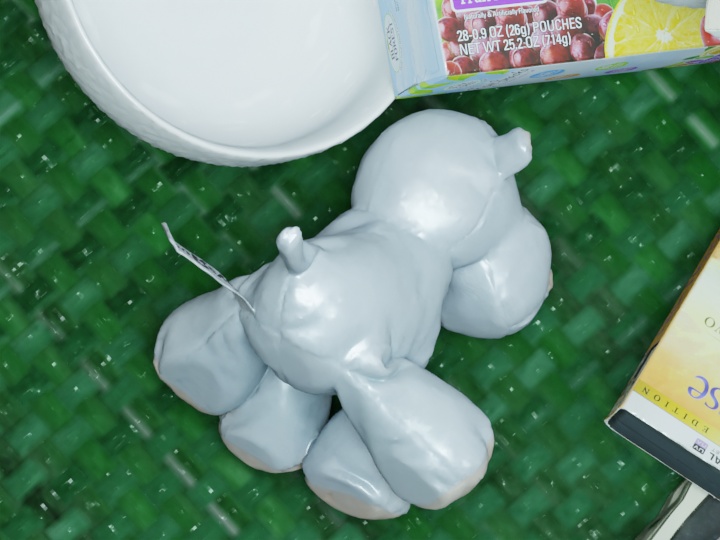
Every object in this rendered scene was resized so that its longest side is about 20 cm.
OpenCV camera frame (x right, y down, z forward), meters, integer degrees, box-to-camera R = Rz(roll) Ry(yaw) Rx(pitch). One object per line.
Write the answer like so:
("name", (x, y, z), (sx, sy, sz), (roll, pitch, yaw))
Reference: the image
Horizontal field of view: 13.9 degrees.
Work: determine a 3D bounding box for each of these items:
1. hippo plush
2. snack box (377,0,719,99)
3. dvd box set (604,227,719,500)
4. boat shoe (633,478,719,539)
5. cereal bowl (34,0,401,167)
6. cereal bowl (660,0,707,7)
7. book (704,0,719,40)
("hippo plush", (0.000, 0.000, 1.370), (0.161, 0.159, 0.200), (-55, 127, -30))
("snack box", (0.102, -0.176, 1.382), (0.200, 0.068, 0.169), (-7, 85, -24))
("dvd box set", (0.223, 0.030, 1.387), (0.146, 0.029, 0.200), (34, 65, 1))
("boat shoe", (0.146, 0.154, 1.388), (0.068, 0.072, 0.200), (44, 83, 2))
("cereal bowl", (-0.067, -0.144, 1.379), (0.200, 0.083, 0.200), (4, 81, -26))
("cereal bowl", (0.131, -0.212, 1.291), (0.083, 0.200, 0.200), (0, 85, 38))
("book", (0.235, -0.127, 1.299), (0.200, 0.048, 0.134), (25, 76, -41))
